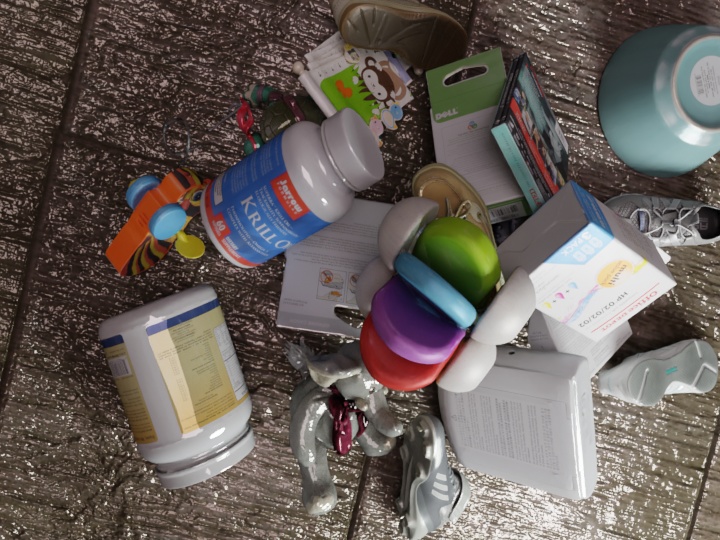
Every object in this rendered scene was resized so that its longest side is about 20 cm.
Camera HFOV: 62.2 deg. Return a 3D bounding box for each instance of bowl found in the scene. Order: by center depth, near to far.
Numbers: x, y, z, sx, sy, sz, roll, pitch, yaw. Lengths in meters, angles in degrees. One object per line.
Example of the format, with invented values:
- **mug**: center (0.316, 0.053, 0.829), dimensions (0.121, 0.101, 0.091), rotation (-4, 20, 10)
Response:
- **bowl**: center (0.424, -0.229, 0.774), dimensions (0.193, 0.105, 0.209), rotation (0, 94, -5)

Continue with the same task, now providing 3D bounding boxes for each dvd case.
- **dvd case**: center (0.208, -0.156, 0.711), dimensions (0.022, 0.202, 0.147), rotation (-18, 120, 35)

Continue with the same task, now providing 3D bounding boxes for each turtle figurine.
- **turtle figurine**: center (-0.078, -0.172, 0.736), dimensions (0.195, 0.100, 0.154), rotation (-26, 101, -12)

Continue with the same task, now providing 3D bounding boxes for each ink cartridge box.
- **ink cartridge box**: center (0.260, 0.003, 0.661), dimensions (0.196, 0.069, 0.115), rotation (25, 127, -28)
- **ink cartridge box**: center (0.145, -0.161, 0.742), dimensions (0.101, 0.059, 0.207), rotation (-12, 70, 20)
- **ink cartridge box**: center (0.000, 0.000, 0.747), dimensions (0.193, 0.044, 0.180), rotation (8, 73, -6)
- **ink cartridge box**: center (0.262, 0.028, 0.764), dimensions (0.159, 0.050, 0.205), rotation (-27, 94, -35)

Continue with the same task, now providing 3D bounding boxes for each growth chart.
- **growth chart**: center (0.005, -0.239, 0.731), dimensions (0.144, 0.018, 0.202), rotation (43, 54, -10)

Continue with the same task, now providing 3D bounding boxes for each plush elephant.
- **plush elephant**: center (-0.009, 0.154, 0.717), dimensions (0.162, 0.154, 0.205), rotation (-17, 78, -44)

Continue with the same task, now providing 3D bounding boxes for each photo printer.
- **photo printer**: center (0.184, 0.176, 0.737), dimensions (0.069, 0.196, 0.172), rotation (-25, 109, -45)

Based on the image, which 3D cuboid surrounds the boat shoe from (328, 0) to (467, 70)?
- **boat shoe**: center (0.050, -0.302, 0.734), dimensions (0.195, 0.073, 0.066), rotation (-2, 50, -34)

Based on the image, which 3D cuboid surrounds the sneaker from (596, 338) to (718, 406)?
- **sneaker**: center (0.405, 0.134, 0.812), dimensions (0.194, 0.080, 0.073), rotation (-4, 86, -25)

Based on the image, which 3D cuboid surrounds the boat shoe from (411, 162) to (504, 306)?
- **boat shoe**: center (0.121, -0.027, 0.677), dimensions (0.072, 0.063, 0.202), rotation (-27, 108, 26)

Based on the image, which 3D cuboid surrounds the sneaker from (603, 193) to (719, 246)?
- **sneaker**: center (0.404, -0.069, 0.784), dimensions (0.193, 0.082, 0.078), rotation (-4, 89, -11)

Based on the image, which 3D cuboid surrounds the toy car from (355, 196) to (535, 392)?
- **toy car**: center (0.063, 0.043, 0.606), dimensions (0.174, 0.203, 0.149), rotation (39, 47, 14)

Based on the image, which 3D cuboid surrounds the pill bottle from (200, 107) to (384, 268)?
- **pill bottle**: center (-0.075, -0.093, 0.664), dimensions (0.196, 0.112, 0.115), rotation (-27, 95, 26)

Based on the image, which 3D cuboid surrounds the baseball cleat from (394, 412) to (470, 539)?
- **baseball cleat**: center (0.098, 0.257, 0.768), dimensions (0.103, 0.070, 0.206), rotation (-8, 125, -24)

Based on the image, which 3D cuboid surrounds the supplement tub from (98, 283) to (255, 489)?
- **supplement tub**: center (-0.212, 0.134, 0.711), dimensions (0.140, 0.144, 0.207), rotation (-18, 94, -4)

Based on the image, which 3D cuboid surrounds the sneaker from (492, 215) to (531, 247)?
- **sneaker**: center (0.162, -0.043, 0.772), dimensions (0.141, 0.077, 0.210), rotation (-14, 95, -7)

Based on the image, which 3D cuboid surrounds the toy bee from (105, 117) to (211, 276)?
- **toy bee**: center (-0.221, -0.076, 0.729), dimensions (0.197, 0.108, 0.134), rotation (-30, 80, 27)
